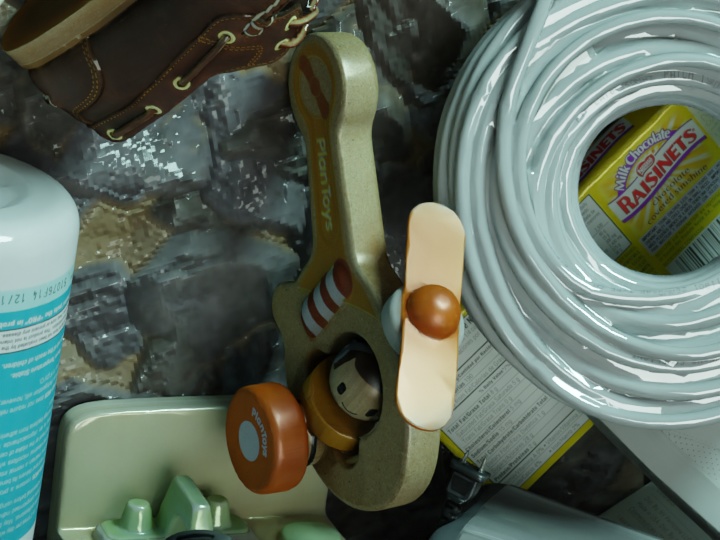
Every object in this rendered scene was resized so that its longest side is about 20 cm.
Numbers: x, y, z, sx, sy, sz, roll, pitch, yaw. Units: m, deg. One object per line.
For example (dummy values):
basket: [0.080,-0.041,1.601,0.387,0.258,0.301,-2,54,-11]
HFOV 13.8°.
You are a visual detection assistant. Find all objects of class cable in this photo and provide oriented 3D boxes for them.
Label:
cable: [0.128,-0.036,1.267,0.199,0.069,0.200,35,91,-2]

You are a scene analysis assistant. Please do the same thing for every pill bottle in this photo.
pill bottle: [-0.179,0.057,1.195,0.110,0.111,0.201,1,111,-24]

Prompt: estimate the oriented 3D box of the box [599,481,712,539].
box: [0.234,0.146,1.420,0.199,0.106,0.153,-33,121,-7]

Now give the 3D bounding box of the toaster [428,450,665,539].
toaster: [0.088,0.182,1.299,0.129,0.114,0.201,15,110,17]

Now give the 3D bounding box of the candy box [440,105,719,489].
candy box: [0.106,0.006,1.347,0.200,0.026,0.102,-44,121,-1]

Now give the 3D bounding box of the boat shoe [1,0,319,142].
boat shoe: [-0.051,-0.111,1.155,0.200,0.071,0.070,-25,118,40]

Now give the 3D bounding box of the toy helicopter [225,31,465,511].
toy helicopter: [0.000,0.000,1.239,0.079,0.132,0.201,-7,92,-29]

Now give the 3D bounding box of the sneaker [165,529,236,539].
sneaker: [-0.079,0.189,1.196,0.092,0.076,0.200,26,119,-18]

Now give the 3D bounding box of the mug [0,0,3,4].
mug: [-0.216,-0.128,1.064,0.149,0.187,0.153,-40,114,9]

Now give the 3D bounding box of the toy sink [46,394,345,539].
toy sink: [-0.063,0.168,1.295,0.130,0.112,0.201,-1,112,-24]

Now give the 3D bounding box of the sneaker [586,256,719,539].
sneaker: [0.199,0.080,1.309,0.116,0.200,0.074,-44,162,-4]
